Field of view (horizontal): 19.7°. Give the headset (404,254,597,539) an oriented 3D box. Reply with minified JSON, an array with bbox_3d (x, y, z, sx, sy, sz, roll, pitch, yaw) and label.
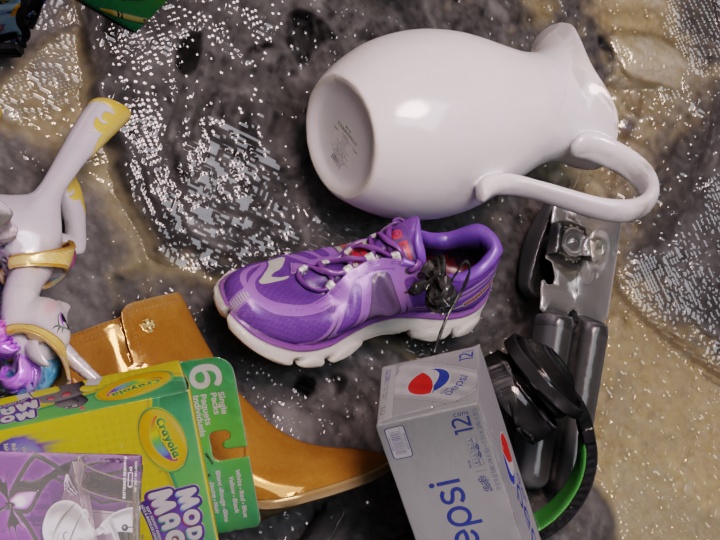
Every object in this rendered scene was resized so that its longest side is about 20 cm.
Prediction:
[{"bbox_3d":[0.076,0.085,1.281,0.123,0.094,0.200,-18,107,2],"label":"headset"}]

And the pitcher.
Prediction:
[{"bbox_3d":[0.081,-0.083,1.335,0.200,0.121,0.172,-10,45,-33],"label":"pitcher"}]

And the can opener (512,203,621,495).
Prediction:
[{"bbox_3d":[0.130,0.048,1.381,0.053,0.067,0.201,13,83,-23],"label":"can opener"}]

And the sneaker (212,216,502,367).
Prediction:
[{"bbox_3d":[0.000,0.000,1.297,0.200,0.084,0.081,-11,54,-32],"label":"sneaker"}]

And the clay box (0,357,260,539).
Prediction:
[{"bbox_3d":[-0.157,0.123,1.148,0.199,0.048,0.115,-12,112,-7],"label":"clay box"}]

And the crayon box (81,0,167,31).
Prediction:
[{"bbox_3d":[-0.105,-0.261,1.310,0.058,0.119,0.200,31,64,-15],"label":"crayon box"}]

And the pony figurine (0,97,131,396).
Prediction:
[{"bbox_3d":[-0.223,-0.031,1.181,0.193,0.166,0.200,22,51,-27],"label":"pony figurine"}]

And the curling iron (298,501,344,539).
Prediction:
[{"bbox_3d":[-0.071,0.210,1.240,0.050,0.026,0.200,49,60,-9],"label":"curling iron"}]

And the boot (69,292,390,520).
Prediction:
[{"bbox_3d":[-0.086,0.081,1.246,0.201,0.071,0.144,-11,80,-24],"label":"boot"}]

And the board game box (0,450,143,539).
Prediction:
[{"bbox_3d":[-0.172,0.191,1.047,0.120,0.032,0.201,3,84,-17],"label":"board game box"}]

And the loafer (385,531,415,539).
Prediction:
[{"bbox_3d":[-0.003,0.229,1.234,0.200,0.071,0.073,-61,140,-48],"label":"loafer"}]

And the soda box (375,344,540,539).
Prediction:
[{"bbox_3d":[0.067,0.149,1.244,0.068,0.063,0.200,-83,157,-61],"label":"soda box"}]

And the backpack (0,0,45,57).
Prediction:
[{"bbox_3d":[-0.250,-0.209,1.177,0.182,0.200,0.135,-4,77,-26],"label":"backpack"}]
